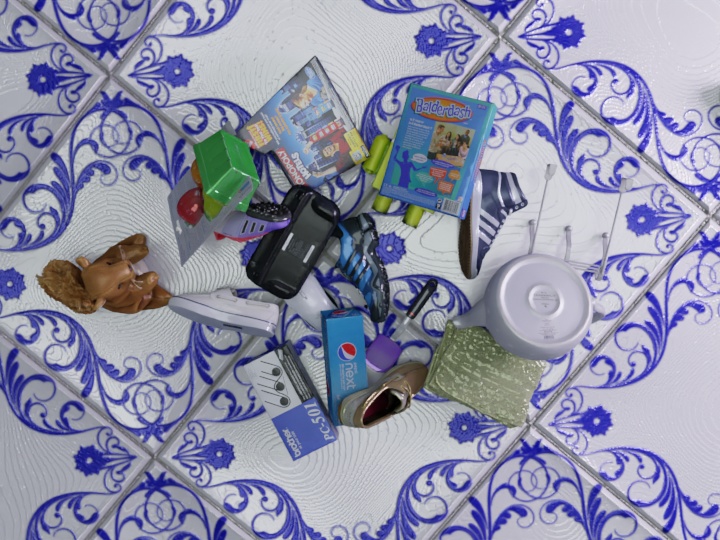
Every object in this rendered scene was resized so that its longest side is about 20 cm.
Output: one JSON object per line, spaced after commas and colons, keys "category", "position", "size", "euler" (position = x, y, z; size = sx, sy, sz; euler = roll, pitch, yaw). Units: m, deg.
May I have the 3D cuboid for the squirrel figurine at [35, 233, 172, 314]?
{"category": "squirrel figurine", "position": [-0.450, 0.025, 1.402], "size": [0.200, 0.187, 0.142], "euler": [-16, 94, 2]}

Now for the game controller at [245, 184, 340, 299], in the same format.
{"category": "game controller", "position": [-0.119, -0.048, 1.426], "size": [0.104, 0.042, 0.200], "euler": [28, 102, -10]}

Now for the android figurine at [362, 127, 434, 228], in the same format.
{"category": "android figurine", "position": [0.100, -0.183, 1.450], "size": [0.182, 0.041, 0.200], "euler": [22, 95, -1]}

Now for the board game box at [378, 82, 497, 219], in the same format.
{"category": "board game box", "position": [0.132, -0.203, 1.386], "size": [0.152, 0.045, 0.200], "euler": [19, 97, 17]}

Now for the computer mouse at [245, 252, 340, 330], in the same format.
{"category": "computer mouse", "position": [-0.113, 0.026, 1.469], "size": [0.110, 0.044, 0.200], "euler": [-43, 93, 3]}

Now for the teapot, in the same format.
{"category": "teapot", "position": [0.302, 0.074, 1.417], "size": [0.200, 0.146, 0.197], "euler": [41, 70, 9]}

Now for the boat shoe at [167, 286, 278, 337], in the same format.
{"category": "boat shoe", "position": [-0.245, 0.065, 1.470], "size": [0.200, 0.071, 0.070], "euler": [12, 67, 4]}

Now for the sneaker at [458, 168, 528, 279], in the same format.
{"category": "sneaker", "position": [0.235, -0.082, 1.442], "size": [0.108, 0.070, 0.200], "euler": [-3, 105, -12]}

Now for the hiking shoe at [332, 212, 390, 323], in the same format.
{"category": "hiking shoe", "position": [0.000, 0.000, 1.458], "size": [0.087, 0.074, 0.200], "euler": [-13, 84, 9]}

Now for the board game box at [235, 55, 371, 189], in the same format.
{"category": "board game box", "position": [-0.114, -0.241, 1.438], "size": [0.200, 0.062, 0.200], "euler": [-28, 97, 6]}

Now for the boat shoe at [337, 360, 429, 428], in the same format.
{"category": "boat shoe", "position": [0.055, 0.225, 1.428], "size": [0.200, 0.066, 0.074], "euler": [-29, 115, -31]}

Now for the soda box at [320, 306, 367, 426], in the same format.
{"category": "soda box", "position": [-0.027, 0.171, 1.451], "size": [0.068, 0.064, 0.200], "euler": [-6, 103, -11]}

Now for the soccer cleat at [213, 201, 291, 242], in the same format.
{"category": "soccer cleat", "position": [-0.191, -0.081, 1.411], "size": [0.200, 0.068, 0.073], "euler": [9, 110, 41]}

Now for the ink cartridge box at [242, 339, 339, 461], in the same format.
{"category": "ink cartridge box", "position": [-0.126, 0.237, 1.486], "size": [0.094, 0.044, 0.200], "euler": [-27, 94, 5]}

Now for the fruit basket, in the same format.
{"category": "fruit basket", "position": [-0.258, -0.130, 1.387], "size": [0.094, 0.185, 0.200], "euler": [18, 125, -37]}

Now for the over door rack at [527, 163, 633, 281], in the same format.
{"category": "over door rack", "position": [0.379, -0.088, 1.432], "size": [0.147, 0.067, 0.200], "euler": [10, 115, 1]}

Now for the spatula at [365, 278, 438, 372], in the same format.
{"category": "spatula", "position": [0.080, 0.098, 1.483], "size": [0.056, 0.021, 0.200], "euler": [36, 94, 0]}

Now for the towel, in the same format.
{"category": "towel", "position": [0.226, 0.185, 1.469], "size": [0.200, 0.036, 0.149], "euler": [24, 81, -1]}
